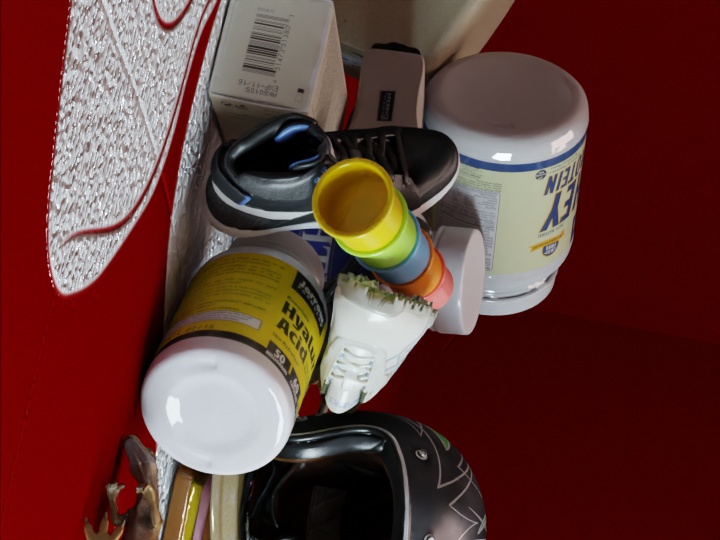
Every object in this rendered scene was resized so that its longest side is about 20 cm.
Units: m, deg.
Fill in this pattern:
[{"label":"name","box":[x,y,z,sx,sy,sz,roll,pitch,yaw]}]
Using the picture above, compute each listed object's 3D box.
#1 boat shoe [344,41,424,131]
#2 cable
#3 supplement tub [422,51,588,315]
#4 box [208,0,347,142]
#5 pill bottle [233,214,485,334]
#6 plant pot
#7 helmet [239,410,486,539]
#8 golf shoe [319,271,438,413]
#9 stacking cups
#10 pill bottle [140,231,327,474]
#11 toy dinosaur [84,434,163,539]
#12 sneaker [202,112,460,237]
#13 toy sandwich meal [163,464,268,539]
[{"label":"boat shoe","box":[0.019,-0.088,1.565,0.093,0.074,0.201,87,14,-50]},{"label":"cable","box":[-0.017,0.021,1.559,0.200,0.097,0.050,-54,163,20]},{"label":"supplement tub","box":[0.121,-0.075,1.679,0.145,0.144,0.201,-73,169,-48]},{"label":"box","box":[-0.060,-0.135,1.470,0.200,0.077,0.095,83,19,-73]},{"label":"pill bottle","box":[0.000,0.000,1.624,0.120,0.199,0.120,5,90,-74]},{"label":"plant pot","box":[0.036,-0.262,1.718,0.200,0.199,0.178,55,58,-82]},{"label":"helmet","box":[0.005,0.202,1.509,0.200,0.190,0.201,6,90,-82]},{"label":"golf shoe","box":[0.006,0.061,1.418,0.200,0.078,0.098,87,24,-78]},{"label":"stacking cups","box":[0.021,-0.021,1.392,0.200,0.060,0.061,47,53,-66]},{"label":"pill bottle","box":[-0.085,0.050,1.402,0.200,0.111,0.112,-72,171,-58]},{"label":"toy dinosaur","box":[-0.153,0.208,1.263,0.106,0.060,0.201,88,14,-72]},{"label":"sneaker","box":[-0.011,-0.075,1.379,0.112,0.199,0.073,120,-45,-68]},{"label":"toy sandwich meal","box":[-0.116,0.163,1.559,0.205,0.070,0.206,6,90,-81]}]
